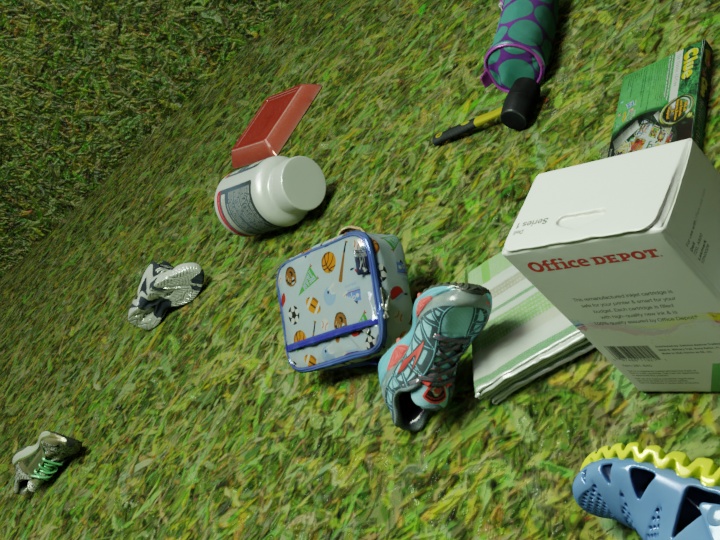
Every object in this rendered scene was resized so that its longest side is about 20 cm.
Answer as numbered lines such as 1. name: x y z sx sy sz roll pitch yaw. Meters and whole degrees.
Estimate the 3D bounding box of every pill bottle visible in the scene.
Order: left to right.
1. pill bottle: -0.151 -0.128 1.545 0.199 0.119 0.120 -10 46 52

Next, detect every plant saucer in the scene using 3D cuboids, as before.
1. plant saucer: -0.191 -0.316 1.951 0.200 0.037 0.200 -4 51 57

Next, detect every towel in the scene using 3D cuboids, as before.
1. towel: 0.177 0.033 0.934 0.149 0.031 0.201 -33 28 26

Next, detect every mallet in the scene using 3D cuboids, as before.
1. mallet: 0.171 -0.215 1.260 0.200 0.041 0.066 -6 50 60

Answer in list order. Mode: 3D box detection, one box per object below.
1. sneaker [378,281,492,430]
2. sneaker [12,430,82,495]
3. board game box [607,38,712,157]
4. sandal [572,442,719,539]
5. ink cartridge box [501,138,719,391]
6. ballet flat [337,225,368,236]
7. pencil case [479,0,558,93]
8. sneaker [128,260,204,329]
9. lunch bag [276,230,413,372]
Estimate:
1. sneaker: 0.081 0.093 0.915 0.200 0.079 0.096 116 157 -46
2. sneaker: -0.559 0.349 1.617 0.200 0.077 0.089 -33 43 39
3. board game box: 0.315 -0.155 0.967 0.105 0.023 0.201 -22 37 46
4. sandal: 0.222 0.173 0.620 0.200 0.079 0.087 -6 53 56
5. ink cartridge box: 0.228 0.006 0.688 0.144 0.200 0.084 -9 47 52
6. ballet flat: 0.000 0.000 1.201 0.070 0.065 0.200 -43 27 10
7. pencil case: 0.227 -0.339 1.279 0.092 0.085 0.201 -9 44 30
8. sneaker: -0.363 0.013 1.729 0.199 0.079 0.130 -43 34 35
9. lunch bag: -0.019 0.045 1.108 0.199 0.075 0.161 -20 73 47
